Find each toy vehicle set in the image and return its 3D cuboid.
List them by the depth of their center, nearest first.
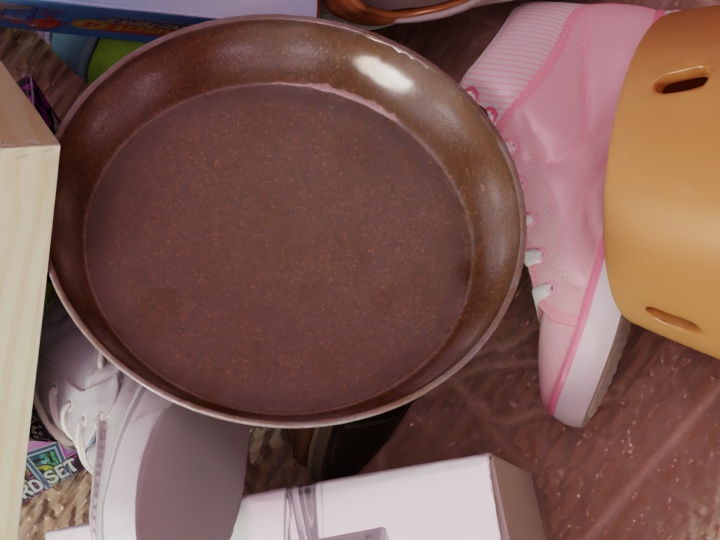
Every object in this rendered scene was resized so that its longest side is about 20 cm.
[{"bbox_3d":[-0.167,0.008,1.079,0.026,0.124,0.200,-5,122,-25],"label":"toy vehicle set"}]

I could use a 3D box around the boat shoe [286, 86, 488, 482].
[{"bbox_3d":[0.000,0.000,1.172,0.068,0.072,0.200,29,113,26],"label":"boat shoe"}]

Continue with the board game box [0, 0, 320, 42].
[{"bbox_3d":[-0.116,-0.203,1.121,0.200,0.056,0.196,5,80,-17],"label":"board game box"}]

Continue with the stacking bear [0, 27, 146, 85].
[{"bbox_3d":[-0.077,-0.111,1.204,0.200,0.121,0.114,38,46,3],"label":"stacking bear"}]

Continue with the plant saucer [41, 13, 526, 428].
[{"bbox_3d":[-0.032,-0.017,1.058,0.200,0.035,0.201,2,57,-4],"label":"plant saucer"}]

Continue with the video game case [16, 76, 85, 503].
[{"bbox_3d":[-0.189,0.032,1.184,0.200,0.036,0.181,-28,121,6],"label":"video game case"}]

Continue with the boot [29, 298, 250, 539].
[{"bbox_3d":[-0.102,0.068,1.083,0.095,0.200,0.074,-13,121,20],"label":"boot"}]

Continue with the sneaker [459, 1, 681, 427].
[{"bbox_3d":[0.084,-0.032,1.174,0.104,0.075,0.201,12,77,8],"label":"sneaker"}]

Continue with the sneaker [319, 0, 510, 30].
[{"bbox_3d":[0.074,-0.151,1.151,0.200,0.085,0.073,-22,100,-7],"label":"sneaker"}]

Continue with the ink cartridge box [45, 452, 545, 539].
[{"bbox_3d":[-0.020,0.140,1.134,0.200,0.144,0.084,-10,81,9],"label":"ink cartridge box"}]

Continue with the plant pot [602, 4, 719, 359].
[{"bbox_3d":[0.191,-0.037,1.100,0.140,0.200,0.200,9,83,23],"label":"plant pot"}]
